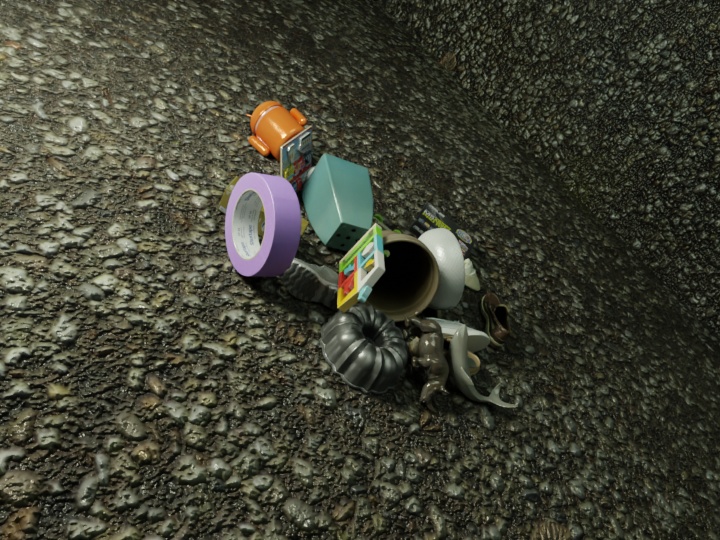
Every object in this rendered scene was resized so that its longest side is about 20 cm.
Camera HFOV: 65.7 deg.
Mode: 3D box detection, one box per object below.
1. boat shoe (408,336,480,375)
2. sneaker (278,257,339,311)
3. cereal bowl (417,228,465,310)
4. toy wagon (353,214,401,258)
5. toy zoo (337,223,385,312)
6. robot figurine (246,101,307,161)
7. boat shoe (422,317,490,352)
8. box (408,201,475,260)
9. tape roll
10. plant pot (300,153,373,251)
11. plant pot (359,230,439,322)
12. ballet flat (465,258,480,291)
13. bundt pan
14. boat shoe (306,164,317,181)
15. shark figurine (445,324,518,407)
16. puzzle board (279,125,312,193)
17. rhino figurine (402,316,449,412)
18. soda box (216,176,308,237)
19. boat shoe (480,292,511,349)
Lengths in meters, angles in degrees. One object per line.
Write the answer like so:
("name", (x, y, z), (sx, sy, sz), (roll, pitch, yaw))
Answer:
("boat shoe", (0.207, 0.192, 1.288), (0.196, 0.065, 0.072), (18, 37, -27))
("sneaker", (-0.098, 0.023, 1.214), (0.198, 0.075, 0.083), (31, 25, -30))
("cereal bowl", (0.176, 0.000, 1.385), (0.081, 0.203, 0.203), (-6, 49, -21))
("toy wagon", (0.068, -0.070, 1.497), (0.199, 0.040, 0.156), (39, 33, -2))
("toy zoo", (0.000, 0.000, 1.155), (0.020, 0.131, 0.202), (34, 28, -21))
("robot figurine", (-0.223, -0.383, 1.534), (0.200, 0.144, 0.116), (47, 19, 15))
("boat shoe", (0.230, 0.153, 1.363), (0.195, 0.073, 0.069), (6, 42, -25))
("box", (0.253, -0.110, 1.715), (0.199, 0.045, 0.160), (39, 34, 2))
("tape roll", (-0.200, -0.090, 1.125), (0.065, 0.201, 0.202), (0, 47, -40))
("plant pot", (-0.051, -0.158, 1.409), (0.139, 0.142, 0.203), (13, 46, -31))
("plant pot", (0.072, -0.008, 1.318), (0.197, 0.203, 0.174), (25, 17, -17))
("ballet flat", (0.280, -0.020, 1.612), (0.198, 0.070, 0.070), (37, 33, -1))
("bundt pan", (0.017, 0.149, 1.154), (0.198, 0.076, 0.204), (24, 35, -18))
("boat shoe", (-0.099, -0.264, 1.540), (0.072, 0.072, 0.199), (54, 21, 14))
("shark figurine", (0.247, 0.246, 1.233), (0.216, 0.127, 0.089), (55, -9, -13))
("puzzle board", (-0.161, -0.270, 1.433), (0.017, 0.154, 0.201), (12, 31, 12))
("rhino figurine", (0.145, 0.198, 1.187), (0.085, 0.060, 0.205), (-3, 73, -14))
("soda box", (-0.220, -0.125, 1.273), (0.197, 0.064, 0.068), (32, 33, -9))
("boat shoe", (0.379, 0.122, 1.523), (0.074, 0.075, 0.204), (26, 35, -15))
